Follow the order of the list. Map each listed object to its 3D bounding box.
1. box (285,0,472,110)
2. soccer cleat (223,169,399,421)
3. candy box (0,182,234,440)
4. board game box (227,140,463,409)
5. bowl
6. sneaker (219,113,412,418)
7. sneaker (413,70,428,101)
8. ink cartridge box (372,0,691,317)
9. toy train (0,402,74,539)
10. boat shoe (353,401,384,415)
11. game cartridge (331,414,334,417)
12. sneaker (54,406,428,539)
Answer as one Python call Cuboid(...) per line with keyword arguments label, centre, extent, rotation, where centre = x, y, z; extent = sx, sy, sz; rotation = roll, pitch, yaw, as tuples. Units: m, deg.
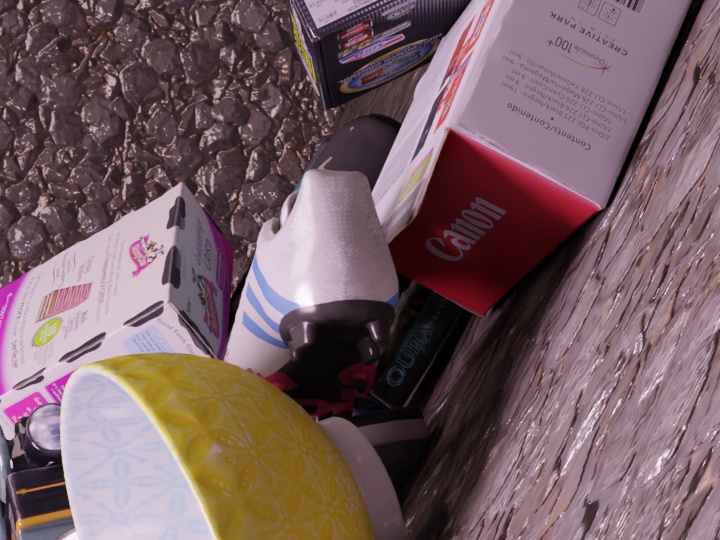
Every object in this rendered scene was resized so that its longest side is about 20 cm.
Cuboid(label="box", centre=(0.059, -0.158, 1.325), extent=(0.199, 0.045, 0.160), rotation=(-25, -9, -3))
Cuboid(label="soccer cleat", centre=(-0.022, 0.014, 1.185), extent=(0.200, 0.069, 0.087), rotation=(127, 141, -68))
Cuboid(label="candy box", centre=(-0.172, 0.048, 1.523), extent=(0.199, 0.061, 0.137), rotation=(-29, 27, 17))
Cuboid(label="board game box", centre=(0.000, 0.000, 1.451), extent=(0.136, 0.028, 0.200), rotation=(-59, 29, -9))
Cuboid(label="bowl", centre=(-0.044, 0.119, 1.141), extent=(0.107, 0.201, 0.200), rotation=(-20, -14, -23))
Cuboid(label="sneaker", centre=(-0.022, 0.011, 1.335), extent=(0.091, 0.075, 0.201), rotation=(57, -126, -77))
Cuboid(label="sneaker", centre=(0.066, -0.085, 1.492), extent=(0.081, 0.070, 0.200), rotation=(-67, 7, -23))
Cuboid(label="ink cartridge box", centre=(0.066, -0.055, 1.233), extent=(0.177, 0.083, 0.200), rotation=(-65, 5, -19))
Cuboid(label="toy train", centre=(-0.168, 0.156, 1.444), extent=(0.201, 0.085, 0.115), rotation=(104, 153, -56))
Cuboid(label="boat shoe", centre=(-0.001, 0.022, 1.543), extent=(0.072, 0.072, 0.201), rotation=(-46, 15, 44))
Cuboid(label="game cartridge", centre=(-0.080, 0.156, 1.411), extent=(0.200, 0.041, 0.133), rotation=(-46, -17, -20))
Cuboid(label="sneaker", centre=(-0.044, 0.152, 1.278), extent=(0.199, 0.122, 0.084), rotation=(-23, -10, 6))
